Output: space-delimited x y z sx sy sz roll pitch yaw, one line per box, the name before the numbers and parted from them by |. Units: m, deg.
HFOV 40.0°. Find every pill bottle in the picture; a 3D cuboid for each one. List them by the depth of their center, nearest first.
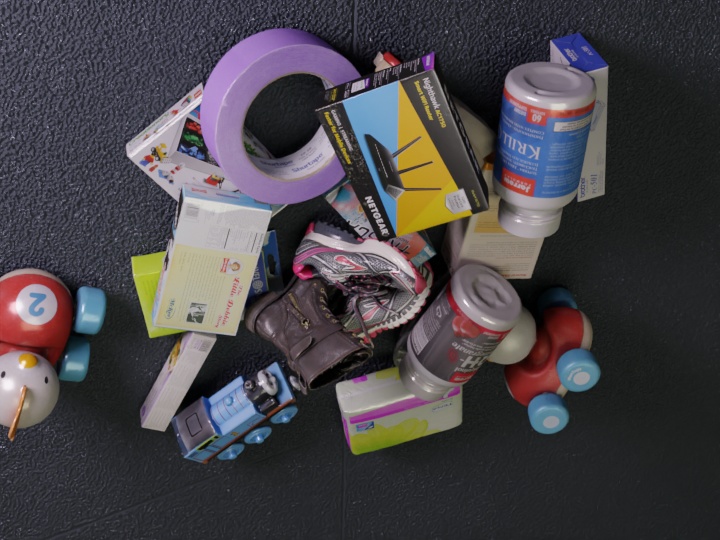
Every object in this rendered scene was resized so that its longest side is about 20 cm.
pill bottle | 0.222 -0.145 1.227 0.111 0.113 0.202 -7 126 -12
pill bottle | 0.134 0.095 1.408 0.110 0.111 0.201 12 133 -26

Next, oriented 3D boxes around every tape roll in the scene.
tape roll | -0.089 -0.184 1.192 0.198 0.066 0.202 -14 125 -21

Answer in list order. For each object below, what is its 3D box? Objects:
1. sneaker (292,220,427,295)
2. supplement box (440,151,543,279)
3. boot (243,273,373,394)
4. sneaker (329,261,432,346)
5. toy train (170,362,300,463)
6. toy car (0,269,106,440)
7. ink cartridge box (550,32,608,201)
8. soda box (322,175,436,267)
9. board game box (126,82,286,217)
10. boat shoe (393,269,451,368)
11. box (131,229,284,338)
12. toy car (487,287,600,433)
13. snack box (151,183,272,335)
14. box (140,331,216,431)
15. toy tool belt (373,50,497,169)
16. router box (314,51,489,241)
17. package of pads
sneaker | 0.000 0.000 1.318 0.075 0.199 0.081 -61 144 -17
supplement box | 0.198 -0.085 1.387 0.125 0.074 0.201 0 129 -17
boot | -0.045 0.072 1.344 0.199 0.174 0.070 -37 140 -23
sneaker | 0.019 0.049 1.430 0.199 0.081 0.075 -37 120 11
toy train | -0.184 0.216 1.492 0.199 0.087 0.114 -35 152 13
toy car | -0.429 0.120 1.262 0.183 0.201 0.178 11 125 -25
ink cartridge box | 0.288 -0.200 1.308 0.044 0.094 0.201 -15 131 -5
soda box | 0.022 -0.078 1.339 0.063 0.069 0.200 -35 131 12
board game box | -0.182 -0.128 1.256 0.126 0.035 0.200 -35 130 11
boat shoe | 0.114 0.063 1.500 0.074 0.065 0.203 26 113 -15
box | -0.205 0.019 1.364 0.198 0.048 0.123 -11 131 -8
toy car | 0.234 0.116 1.508 0.198 0.185 0.178 18 123 -15
snack box | -0.196 -0.009 1.288 0.115 0.037 0.201 9 120 -21
box | -0.271 0.155 1.460 0.041 0.039 0.201 16 122 -27
toy tool belt | 0.071 -0.172 1.244 0.199 0.125 0.123 29 108 -33
router box | 0.053 -0.142 1.172 0.148 0.051 0.201 -16 125 17
package of pads | 0.066 0.216 1.583 0.198 0.069 0.155 -15 144 -5
